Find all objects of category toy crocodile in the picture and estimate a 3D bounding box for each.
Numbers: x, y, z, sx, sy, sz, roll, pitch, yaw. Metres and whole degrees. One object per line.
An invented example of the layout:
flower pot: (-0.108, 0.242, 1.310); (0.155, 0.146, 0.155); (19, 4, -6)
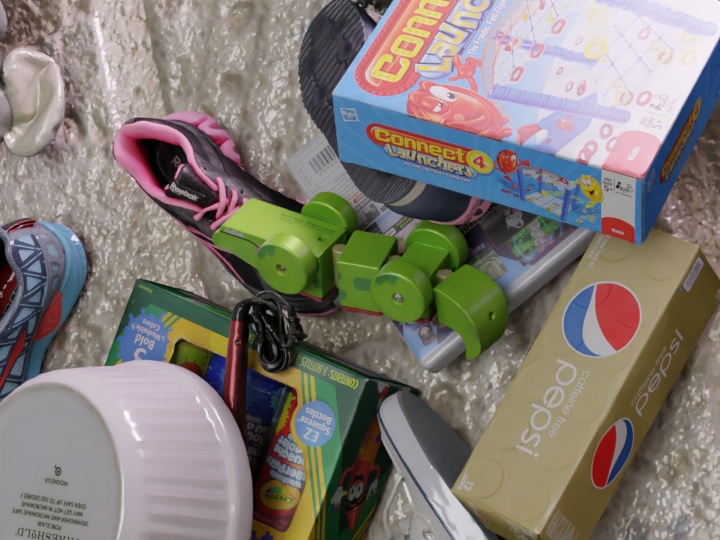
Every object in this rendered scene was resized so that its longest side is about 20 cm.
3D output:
toy crocodile: (0.000, 0.000, 1.582); (0.200, 0.068, 0.062); (15, 130, 21)

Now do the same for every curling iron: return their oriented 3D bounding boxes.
curling iron: (-0.074, 0.111, 1.590); (0.049, 0.026, 0.200); (9, 86, 32)

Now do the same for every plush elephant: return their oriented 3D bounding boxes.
plush elephant: (-0.302, -0.146, 1.792); (0.164, 0.200, 0.155); (-4, 102, 43)

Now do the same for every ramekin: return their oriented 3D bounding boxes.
ramekin: (-0.169, 0.151, 1.584); (0.202, 0.094, 0.203); (-11, 74, 40)

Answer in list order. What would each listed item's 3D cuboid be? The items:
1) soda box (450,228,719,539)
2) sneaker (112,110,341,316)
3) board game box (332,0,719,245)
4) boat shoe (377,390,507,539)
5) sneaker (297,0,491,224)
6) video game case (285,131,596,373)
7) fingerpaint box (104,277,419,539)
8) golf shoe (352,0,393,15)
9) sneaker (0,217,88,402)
soda box: (0.137, 0.071, 1.506); (0.068, 0.064, 0.200); (24, 76, 32)
sneaker: (-0.089, -0.039, 1.670); (0.200, 0.095, 0.079); (37, 98, 24)
board game box: (0.113, -0.126, 1.506); (0.195, 0.056, 0.200); (16, 52, 19)
boat shoe: (0.051, 0.176, 1.568); (0.086, 0.075, 0.202); (-38, 74, 19)
sneaker: (0.020, -0.096, 1.603); (0.070, 0.082, 0.200); (-49, 40, 24)
video game case: (0.072, -0.064, 1.613); (0.200, 0.023, 0.182); (-40, 64, 12)
fingerpaint box: (-0.085, 0.117, 1.654); (0.200, 0.073, 0.167); (23, 93, 32)
golf shoe: (-0.001, -0.228, 1.662); (0.200, 0.078, 0.097); (28, 83, 36)
sneaker: (-0.269, 0.054, 1.760); (0.079, 0.095, 0.200); (20, 92, 32)
